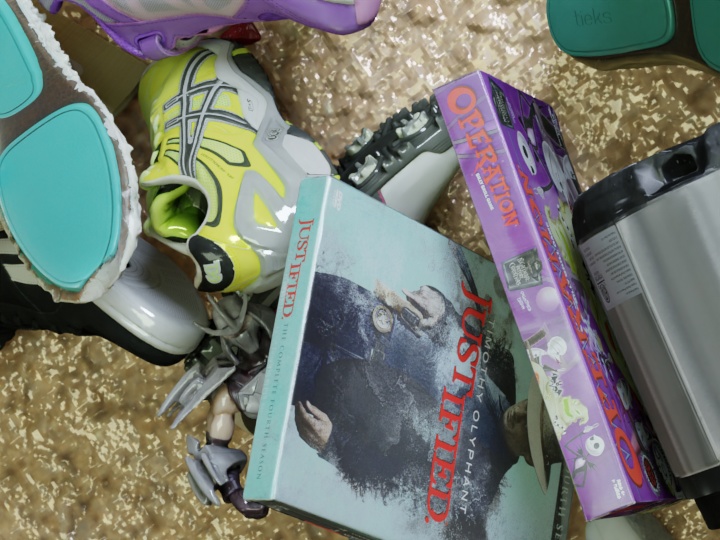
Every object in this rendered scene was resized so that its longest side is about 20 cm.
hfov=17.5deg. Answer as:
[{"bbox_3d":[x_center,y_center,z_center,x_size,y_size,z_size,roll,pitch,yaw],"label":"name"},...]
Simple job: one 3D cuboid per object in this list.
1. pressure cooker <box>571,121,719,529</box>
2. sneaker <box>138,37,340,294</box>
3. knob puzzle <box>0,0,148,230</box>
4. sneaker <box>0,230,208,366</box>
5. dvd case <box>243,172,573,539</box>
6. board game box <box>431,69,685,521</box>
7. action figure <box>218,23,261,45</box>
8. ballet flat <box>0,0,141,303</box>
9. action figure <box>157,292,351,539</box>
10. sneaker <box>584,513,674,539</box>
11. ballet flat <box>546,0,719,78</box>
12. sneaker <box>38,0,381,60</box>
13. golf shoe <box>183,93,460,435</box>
[{"bbox_3d":[0.201,0.028,1.023,0.178,0.176,0.201,-25,83,20],"label":"pressure cooker"},{"bbox_3d":[-0.073,-0.053,1.100,0.076,0.200,0.076,-15,119,-18],"label":"sneaker"},{"bbox_3d":[-0.230,-0.076,1.152,0.219,0.220,0.031,34,141,12],"label":"knob puzzle"},{"bbox_3d":[-0.164,0.020,1.174,0.200,0.073,0.112,37,108,33],"label":"sneaker"},{"bbox_3d":[0.033,0.058,1.048,0.022,0.200,0.147,-5,67,41],"label":"dvd case"},{"bbox_3d":[0.093,0.013,1.054,0.032,0.120,0.201,-23,79,21],"label":"board game box"},{"bbox_3d":[-0.076,-0.214,1.155,0.065,0.052,0.201,-21,86,22],"label":"action figure"},{"bbox_3d":[-0.144,-0.063,1.104,0.072,0.072,0.200,-36,60,16],"label":"ballet flat"},{"bbox_3d":[-0.009,0.082,1.103,0.130,0.069,0.200,-34,111,12],"label":"action figure"},{"bbox_3d":[0.132,0.213,1.108,0.105,0.076,0.201,-27,87,17],"label":"sneaker"},{"bbox_3d":[0.160,-0.120,1.032,0.200,0.063,0.069,15,115,57],"label":"ballet flat"},{"bbox_3d":[-0.079,-0.138,1.107,0.200,0.080,0.089,20,115,24],"label":"sneaker"},{"bbox_3d":[0.000,0.000,1.144,0.088,0.077,0.200,38,104,-12],"label":"golf shoe"}]
